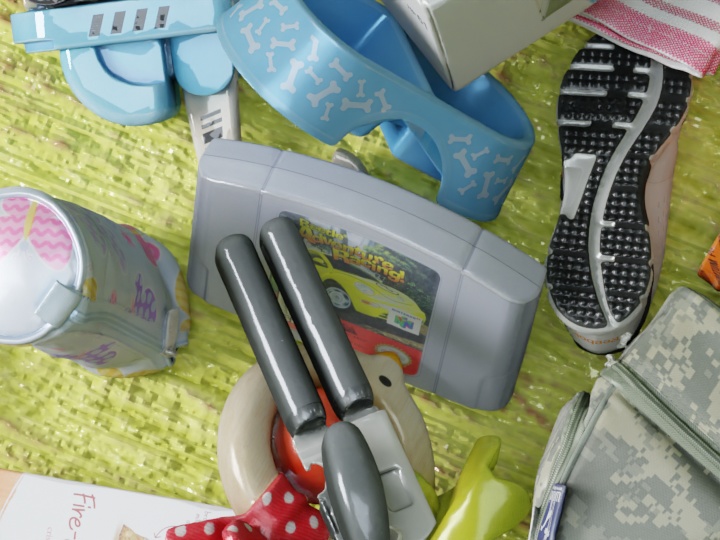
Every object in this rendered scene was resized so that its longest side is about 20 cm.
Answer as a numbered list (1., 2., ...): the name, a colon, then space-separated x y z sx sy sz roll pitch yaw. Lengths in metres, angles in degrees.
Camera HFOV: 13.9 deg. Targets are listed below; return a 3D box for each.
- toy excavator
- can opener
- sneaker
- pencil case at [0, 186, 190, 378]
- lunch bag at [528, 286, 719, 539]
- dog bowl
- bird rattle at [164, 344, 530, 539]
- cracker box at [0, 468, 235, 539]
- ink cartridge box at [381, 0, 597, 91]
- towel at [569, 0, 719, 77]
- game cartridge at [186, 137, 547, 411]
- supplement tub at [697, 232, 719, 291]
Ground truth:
1. toy excavator: -0.097 -0.105 1.670 0.193 0.100 0.202 -5 97 4
2. can opener: -0.017 0.060 1.533 0.052 0.067 0.201 -19 67 -13
3. sneaker: 0.141 -0.046 1.647 0.073 0.080 0.201 10 67 12
4. pencil case: -0.156 0.010 1.600 0.083 0.200 0.091 -38 75 6
5. lunch bag: 0.161 0.115 1.556 0.139 0.200 0.168 40 88 6
6. dog bowl: 0.014 -0.100 1.604 0.199 0.112 0.050 28 114 -32
7. bird rattle: -0.021 0.121 1.593 0.199 0.113 0.164 -7 70 -24
8. cracker box: -0.135 0.190 1.645 0.199 0.058 0.135 9 83 5
9. ink cartridge box: 0.086 -0.214 1.601 0.199 0.085 0.145 -32 58 -8
10. towel: 0.180 -0.219 1.655 0.146 0.030 0.201 28 82 21
11. game cartridge: 0.000 0.000 1.620 0.199 0.133 0.041 21 52 8
12. supplement tub: 0.290 0.016 1.595 0.199 0.123 0.123 33 87 7
